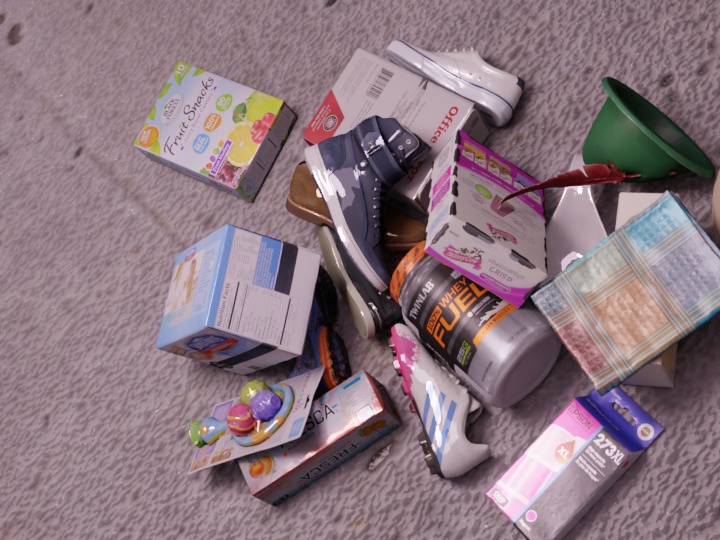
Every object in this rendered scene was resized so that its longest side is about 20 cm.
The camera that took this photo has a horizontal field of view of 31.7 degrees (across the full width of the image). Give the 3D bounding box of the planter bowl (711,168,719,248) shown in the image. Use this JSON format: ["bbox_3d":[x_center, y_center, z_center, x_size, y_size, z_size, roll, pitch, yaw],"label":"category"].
[{"bbox_3d":[0.483,-0.090,1.408,0.197,0.135,0.203,-8,67,21],"label":"planter bowl"}]

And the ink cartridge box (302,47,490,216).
[{"bbox_3d":[0.047,-0.178,1.656,0.199,0.083,0.148,31,85,29],"label":"ink cartridge box"}]

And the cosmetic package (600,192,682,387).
[{"bbox_3d":[0.327,0.023,1.450,0.070,0.105,0.203,3,73,23],"label":"cosmetic package"}]

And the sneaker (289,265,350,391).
[{"bbox_3d":[-0.073,0.063,1.623,0.078,0.075,0.203,-20,62,18],"label":"sneaker"}]

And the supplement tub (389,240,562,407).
[{"bbox_3d":[0.133,0.057,1.508,0.123,0.123,0.200,-48,60,0],"label":"supplement tub"}]

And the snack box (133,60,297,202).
[{"bbox_3d":[-0.206,-0.198,1.790,0.198,0.053,0.144,24,80,29],"label":"snack box"}]

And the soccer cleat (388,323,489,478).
[{"bbox_3d":[0.096,0.150,1.527,0.085,0.070,0.202,-19,67,1],"label":"soccer cleat"}]

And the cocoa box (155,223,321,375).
[{"bbox_3d":[-0.155,0.040,1.578,0.199,0.130,0.135,-22,54,61],"label":"cocoa box"}]

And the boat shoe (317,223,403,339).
[{"bbox_3d":[0.000,-0.001,1.620,0.065,0.075,0.200,-17,46,-12],"label":"boat shoe"}]

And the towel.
[{"bbox_3d":[0.303,0.023,1.389,0.199,0.022,0.147,-37,62,5],"label":"towel"}]

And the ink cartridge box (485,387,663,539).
[{"bbox_3d":[0.243,0.220,1.450,0.200,0.037,0.095,-46,60,-1],"label":"ink cartridge box"}]

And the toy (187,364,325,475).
[{"bbox_3d":[-0.141,0.175,1.566,0.199,0.047,0.116,-26,31,37],"label":"toy"}]

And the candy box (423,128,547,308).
[{"bbox_3d":[0.148,-0.064,1.490,0.061,0.135,0.201,-51,16,31],"label":"candy box"}]

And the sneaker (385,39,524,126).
[{"bbox_3d":[0.126,-0.259,1.670,0.199,0.073,0.071,32,75,20],"label":"sneaker"}]

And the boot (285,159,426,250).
[{"bbox_3d":[0.001,-0.084,1.614,0.198,0.074,0.076,20,119,11],"label":"boot"}]

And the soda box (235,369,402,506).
[{"bbox_3d":[-0.051,0.207,1.560,0.199,0.068,0.064,-33,59,8],"label":"soda box"}]

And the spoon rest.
[{"bbox_3d":[0.262,-0.054,1.531,0.098,0.061,0.203,2,70,24],"label":"spoon rest"}]

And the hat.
[{"bbox_3d":[0.290,-0.114,1.507,0.199,0.166,0.177,34,112,-12],"label":"hat"}]

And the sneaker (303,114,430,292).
[{"bbox_3d":[0.032,-0.090,1.545,0.145,0.077,0.205,-25,80,8],"label":"sneaker"}]
